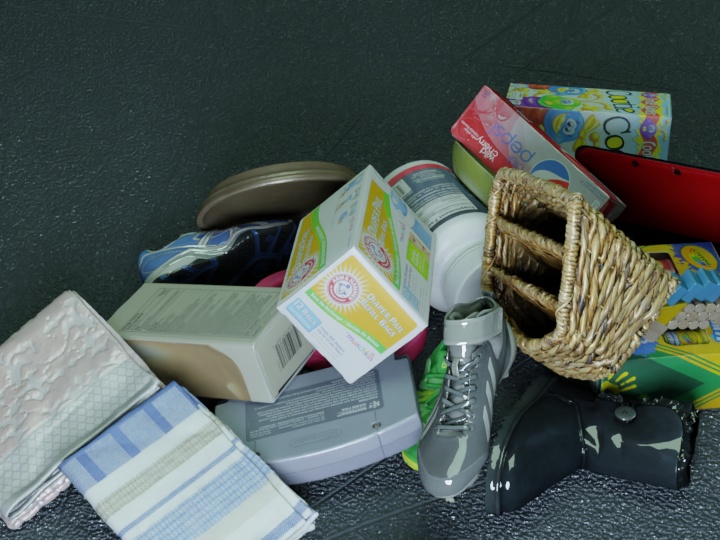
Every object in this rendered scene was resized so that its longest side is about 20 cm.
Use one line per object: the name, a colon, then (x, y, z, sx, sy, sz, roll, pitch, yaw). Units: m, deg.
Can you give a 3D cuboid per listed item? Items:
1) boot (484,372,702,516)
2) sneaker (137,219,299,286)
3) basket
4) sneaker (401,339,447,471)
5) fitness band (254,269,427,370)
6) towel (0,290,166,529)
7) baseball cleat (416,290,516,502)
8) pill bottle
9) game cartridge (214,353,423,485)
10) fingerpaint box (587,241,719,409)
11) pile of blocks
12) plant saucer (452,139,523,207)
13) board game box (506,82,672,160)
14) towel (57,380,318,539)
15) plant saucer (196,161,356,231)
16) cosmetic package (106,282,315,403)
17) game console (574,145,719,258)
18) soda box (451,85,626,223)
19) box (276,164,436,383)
boot: (0.217, 0.168, 1.375, 0.167, 0.077, 0.200, 10, 29, 22)
sneaker: (-0.156, -0.022, 1.672, 0.199, 0.076, 0.077, -17, 40, -26)
basket: (0.178, 0.006, 1.438, 0.143, 0.149, 0.200, -54, 22, 0)
sneaker: (0.082, 0.122, 1.440, 0.073, 0.084, 0.201, 7, 35, 5)
fitness band: (-0.025, 0.050, 1.596, 0.198, 0.038, 0.144, 16, 37, 22)
towel: (-0.306, 0.127, 1.433, 0.200, 0.032, 0.191, -40, 49, -16)
baseball cleat: (0.087, 0.103, 1.344, 0.069, 0.107, 0.201, -2, 43, 24)
pill bottle: (0.099, -0.025, 1.629, 0.119, 0.120, 0.200, -14, 36, -19)
game cartridge: (-0.041, 0.145, 1.421, 0.198, 0.041, 0.134, -14, 27, 4)
fingerpaint box: (0.307, 0.055, 1.544, 0.165, 0.074, 0.201, -3, 34, -3)
pile of blocks: (0.341, 0.013, 1.465, 0.198, 0.083, 0.062, -7, 38, -9)
plant saucer: (0.171, -0.070, 1.678, 0.031, 0.200, 0.200, -49, 39, 8)
board game box: (0.274, -0.160, 1.823, 0.198, 0.106, 0.103, 4, 22, 9)
towel: (-0.154, 0.200, 1.332, 0.147, 0.024, 0.200, -36, 62, -27)
plant saucer: (-0.087, -0.079, 1.672, 0.198, 0.200, 0.030, -7, 74, -9)
cosmetic package: (-0.155, 0.070, 1.498, 0.198, 0.072, 0.105, 2, 34, 32)
game console: (0.359, -0.085, 1.669, 0.199, 0.120, 0.172, 16, 24, 33)
soda box: (0.193, -0.112, 1.636, 0.200, 0.070, 0.063, 45, 14, 24)
box: (0.000, 0.000, 1.475, 0.101, 0.113, 0.200, -37, 18, 21)
